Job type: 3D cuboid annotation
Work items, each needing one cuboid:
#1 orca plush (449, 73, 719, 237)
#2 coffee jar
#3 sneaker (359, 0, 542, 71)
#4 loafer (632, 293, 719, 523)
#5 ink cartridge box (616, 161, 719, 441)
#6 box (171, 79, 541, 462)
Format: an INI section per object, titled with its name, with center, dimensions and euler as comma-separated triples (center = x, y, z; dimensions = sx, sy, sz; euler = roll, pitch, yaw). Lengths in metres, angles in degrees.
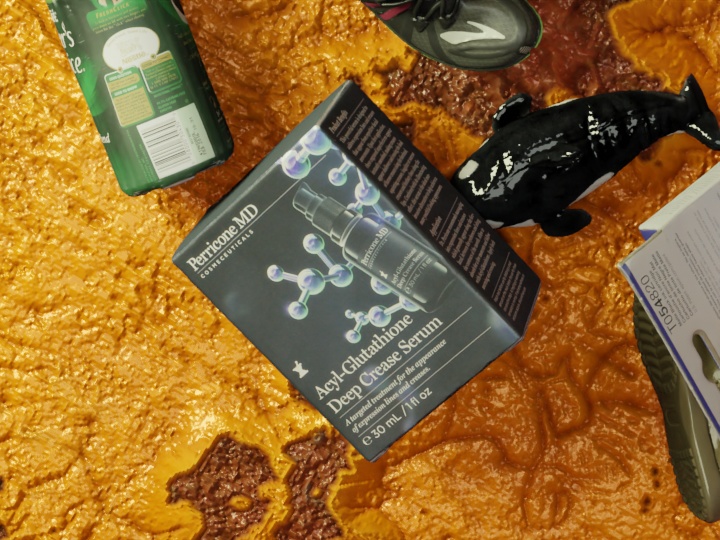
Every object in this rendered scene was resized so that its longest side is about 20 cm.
[orca plush]
center = 0.154, -0.073, 1.411
dimensions = 0.199, 0.071, 0.106
euler = -8, 100, 1
[coffee jar]
center = -0.157, -0.156, 1.376
dimensions = 0.085, 0.104, 0.201
euler = -20, 99, 0
[sneaker]
center = 0.031, -0.195, 1.381
dimensions = 0.199, 0.084, 0.077
euler = 29, 100, -5
[loafer]
center = 0.245, 0.075, 1.441
dimensions = 0.067, 0.076, 0.201
euler = -13, 97, -15
[ink cartridge box]
center = 0.275, 0.028, 1.396
dimensions = 0.200, 0.041, 0.200
euler = -36, 101, -30
[box]
center = 0.000, 0.000, 1.388
dimensions = 0.200, 0.107, 0.148
euler = 45, 114, -7
